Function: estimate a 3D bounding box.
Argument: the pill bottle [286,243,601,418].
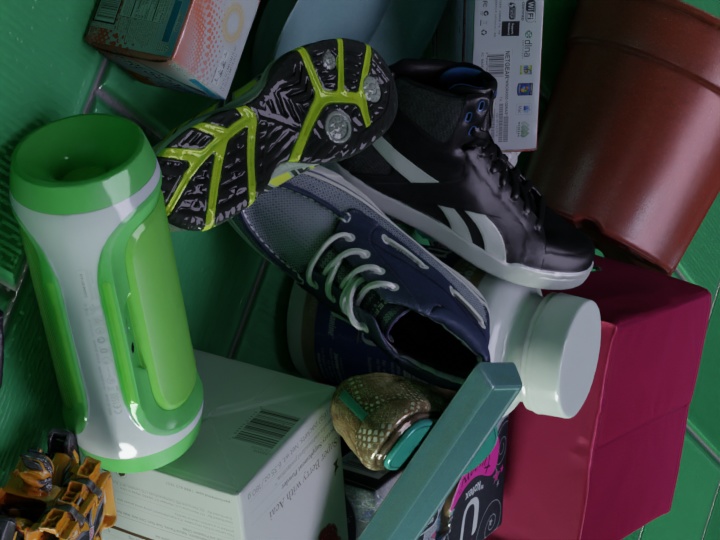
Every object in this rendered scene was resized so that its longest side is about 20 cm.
[{"bbox_3d":[0.059,0.041,1.377,0.111,0.199,0.111,-40,136,-55],"label":"pill bottle"}]

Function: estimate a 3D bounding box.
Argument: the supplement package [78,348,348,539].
[{"bbox_3d":[-0.085,0.171,1.254,0.121,0.119,0.200,-46,141,-47],"label":"supplement package"}]

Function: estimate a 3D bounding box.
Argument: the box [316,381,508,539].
[{"bbox_3d":[0.006,0.155,1.409,0.200,0.132,0.115,-30,128,-55],"label":"box"}]

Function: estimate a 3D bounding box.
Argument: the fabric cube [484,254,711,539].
[{"bbox_3d":[0.137,0.096,1.569,0.199,0.196,0.201,-12,114,-59],"label":"fabric cube"}]

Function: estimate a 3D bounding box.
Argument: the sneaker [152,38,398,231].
[{"bbox_3d":[-0.062,-0.084,1.192,0.200,0.076,0.076,-28,102,-34],"label":"sneaker"}]

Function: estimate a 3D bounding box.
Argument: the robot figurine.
[{"bbox_3d":[-0.178,0.190,1.123,0.145,0.058,0.201,-63,162,-61],"label":"robot figurine"}]

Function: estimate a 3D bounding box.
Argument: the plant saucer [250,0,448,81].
[{"bbox_3d":[-0.010,-0.163,1.284,0.200,0.036,0.200,-44,154,-27],"label":"plant saucer"}]

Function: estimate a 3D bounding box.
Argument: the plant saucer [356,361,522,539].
[{"bbox_3d":[0.035,0.142,1.235,0.200,0.019,0.070,-57,160,11],"label":"plant saucer"}]

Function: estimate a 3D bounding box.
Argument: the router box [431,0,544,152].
[{"bbox_3d":[0.087,-0.208,1.378,0.180,0.049,0.201,-104,-167,-62],"label":"router box"}]

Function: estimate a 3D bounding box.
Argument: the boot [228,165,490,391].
[{"bbox_3d":[0.000,0.000,1.249,0.073,0.200,0.090,-57,-170,15],"label":"boot"}]

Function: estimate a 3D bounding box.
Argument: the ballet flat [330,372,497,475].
[{"bbox_3d":[0.034,0.093,1.272,0.071,0.065,0.200,-50,160,4],"label":"ballet flat"}]

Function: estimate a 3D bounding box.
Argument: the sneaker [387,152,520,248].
[{"bbox_3d":[0.066,-0.050,1.496,0.200,0.077,0.091,-23,126,-56],"label":"sneaker"}]

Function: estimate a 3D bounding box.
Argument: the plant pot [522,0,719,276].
[{"bbox_3d":[0.234,-0.111,1.678,0.196,0.200,0.201,-65,152,-4],"label":"plant pot"}]

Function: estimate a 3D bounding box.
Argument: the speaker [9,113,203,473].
[{"bbox_3d":[-0.140,0.016,1.114,0.088,0.088,0.200,-48,142,-43],"label":"speaker"}]

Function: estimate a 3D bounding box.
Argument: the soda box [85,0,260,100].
[{"bbox_3d":[-0.085,-0.203,1.138,0.068,0.063,0.201,34,73,-62],"label":"soda box"}]

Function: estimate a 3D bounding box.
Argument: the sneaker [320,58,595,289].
[{"bbox_3d":[0.084,-0.068,1.303,0.112,0.200,0.073,-59,-166,31],"label":"sneaker"}]

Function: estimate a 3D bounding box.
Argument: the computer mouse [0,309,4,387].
[{"bbox_3d":[-0.228,0.106,1.042,0.140,0.046,0.201,-63,159,-61],"label":"computer mouse"}]
